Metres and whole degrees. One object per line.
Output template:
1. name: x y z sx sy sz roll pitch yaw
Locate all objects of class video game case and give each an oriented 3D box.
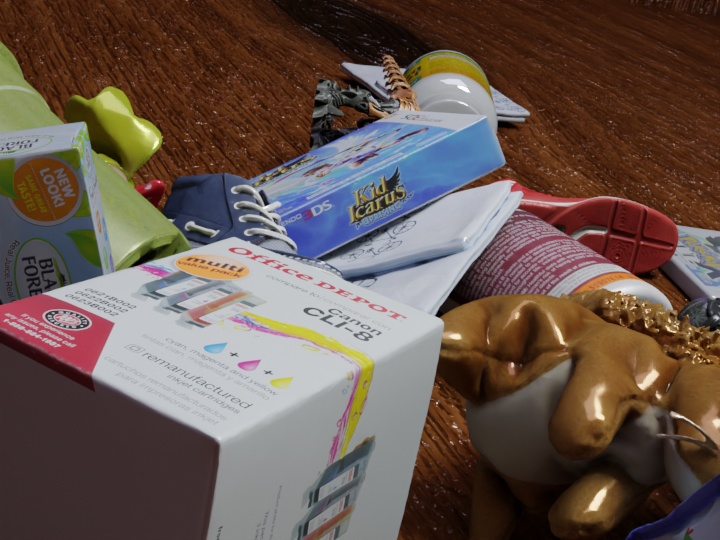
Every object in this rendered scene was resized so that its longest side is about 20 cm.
1. video game case: 0.383 0.004 1.292 0.182 0.022 0.200 7 21 -13
2. video game case: -0.014 -0.067 1.038 0.200 0.046 0.181 -26 15 -15

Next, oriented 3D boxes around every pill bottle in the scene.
1. pill bottle: 0.124 0.023 0.967 0.114 0.114 0.200 -2 25 -34
2. pill bottle: 0.094 -0.171 1.459 0.113 0.113 0.200 11 21 -2

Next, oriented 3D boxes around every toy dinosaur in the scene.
1. toy dinosaur: 0.017 -0.136 1.326 0.135 0.102 0.200 8 31 -2

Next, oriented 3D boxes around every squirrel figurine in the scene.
1. squirrel figurine: 0.165 0.070 0.730 0.186 0.142 0.200 -1 17 35

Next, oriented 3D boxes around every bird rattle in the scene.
1. bird rattle: -0.232 -0.053 1.046 0.163 0.113 0.200 -2 35 -4

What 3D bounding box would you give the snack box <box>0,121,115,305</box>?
1. snack box: -0.232 0.007 0.694 0.200 0.142 0.053 -8 24 -3

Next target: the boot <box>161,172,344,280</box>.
1. boot: -0.076 -0.021 0.874 0.200 0.090 0.073 6 -22 41

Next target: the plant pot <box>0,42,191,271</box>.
1. plant pot: -0.214 -0.017 0.820 0.190 0.200 0.200 33 26 17

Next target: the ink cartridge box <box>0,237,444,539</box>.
1. ink cartridge box: -0.076 0.086 0.647 0.145 0.145 0.200 22 22 25

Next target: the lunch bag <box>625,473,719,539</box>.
1. lunch bag: 0.238 0.185 0.575 0.170 0.124 0.200 4 55 -24

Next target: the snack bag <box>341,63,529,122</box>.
1. snack bag: 0.096 -0.239 1.742 0.188 0.021 0.200 0 24 -27

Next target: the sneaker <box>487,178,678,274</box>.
1. sneaker: 0.199 -0.056 1.268 0.200 0.078 0.116 9 22 -10

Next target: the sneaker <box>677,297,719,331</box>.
1. sneaker: 0.242 0.066 0.914 0.088 0.076 0.200 60 18 6

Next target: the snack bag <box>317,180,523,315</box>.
1. snack bag: 0.000 0.000 0.924 0.188 0.021 0.200 -11 22 32
